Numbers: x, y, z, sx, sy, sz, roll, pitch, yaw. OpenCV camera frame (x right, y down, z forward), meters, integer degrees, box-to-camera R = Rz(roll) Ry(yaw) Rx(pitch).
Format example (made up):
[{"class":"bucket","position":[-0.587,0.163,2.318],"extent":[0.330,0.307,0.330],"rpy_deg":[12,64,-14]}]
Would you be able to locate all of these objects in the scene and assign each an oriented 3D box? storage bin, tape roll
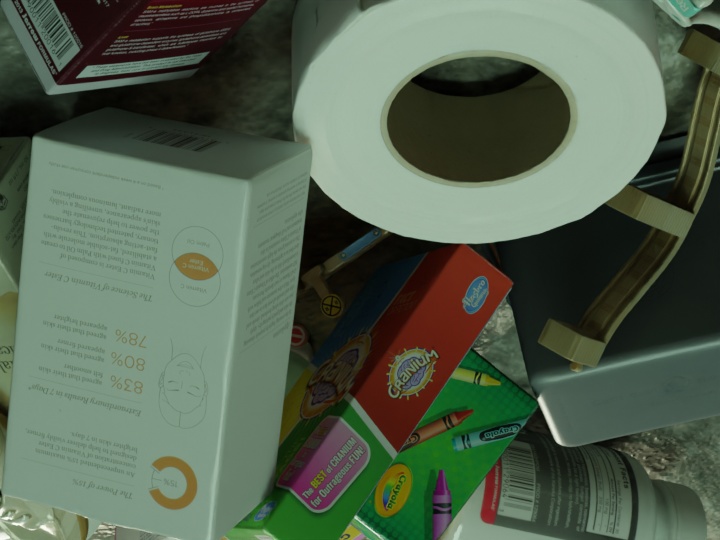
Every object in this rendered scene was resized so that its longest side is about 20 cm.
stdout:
[{"class":"storage bin","position":[0.178,0.022,1.421],"extent":[0.199,0.135,0.146],"rpy_deg":[-12,143,12]},{"class":"tape roll","position":[0.061,-0.105,1.282],"extent":[0.202,0.071,0.203],"rpy_deg":[-1,140,-1]}]

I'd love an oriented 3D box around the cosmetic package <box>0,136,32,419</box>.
[{"class":"cosmetic package","position":[-0.199,0.022,1.372],"extent":[0.105,0.071,0.200],"rpy_deg":[-3,131,32]}]

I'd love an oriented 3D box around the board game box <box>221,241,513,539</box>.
[{"class":"board game box","position":[-0.006,0.080,1.390],"extent":[0.040,0.200,0.153],"rpy_deg":[38,164,-11]}]

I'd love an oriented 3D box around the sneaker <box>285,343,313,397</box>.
[{"class":"sneaker","position":[-0.120,0.080,1.481],"extent":[0.200,0.119,0.074],"rpy_deg":[13,142,-20]}]

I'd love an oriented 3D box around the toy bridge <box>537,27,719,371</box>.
[{"class":"toy bridge","position":[0.163,-0.034,1.340],"extent":[0.067,0.027,0.201],"rpy_deg":[16,102,-56]}]

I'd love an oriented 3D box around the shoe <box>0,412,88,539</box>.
[{"class":"shoe","position":[-0.228,0.104,1.378],"extent":[0.070,0.053,0.200],"rpy_deg":[-6,130,39]}]

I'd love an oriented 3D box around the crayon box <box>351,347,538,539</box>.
[{"class":"crayon box","position":[0.033,0.108,1.453],"extent":[0.058,0.119,0.200],"rpy_deg":[38,174,-5]}]

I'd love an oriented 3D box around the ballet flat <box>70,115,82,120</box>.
[{"class":"ballet flat","position":[-0.122,-0.025,1.393],"extent":[0.065,0.070,0.200],"rpy_deg":[-33,141,-20]}]

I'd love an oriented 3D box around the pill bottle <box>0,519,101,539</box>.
[{"class":"pill bottle","position":[-0.246,0.101,1.499],"extent":[0.113,0.113,0.200],"rpy_deg":[-20,140,20]}]

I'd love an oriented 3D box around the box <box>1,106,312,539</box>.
[{"class":"box","position":[-0.108,0.027,1.267],"extent":[0.124,0.097,0.201],"rpy_deg":[12,107,16]}]

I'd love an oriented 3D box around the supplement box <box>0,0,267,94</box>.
[{"class":"supplement box","position":[-0.075,-0.168,1.166],"extent":[0.109,0.061,0.200],"rpy_deg":[-13,160,-50]}]

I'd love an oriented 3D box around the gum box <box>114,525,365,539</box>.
[{"class":"gum box","position":[-0.074,0.162,1.637],"extent":[0.113,0.066,0.200],"rpy_deg":[24,135,-30]}]

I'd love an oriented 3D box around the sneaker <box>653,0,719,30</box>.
[{"class":"sneaker","position":[0.150,-0.168,1.202],"extent":[0.200,0.089,0.075],"rpy_deg":[22,137,-31]}]

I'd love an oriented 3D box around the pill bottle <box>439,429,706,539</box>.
[{"class":"pill bottle","position":[0.132,0.169,1.631],"extent":[0.199,0.111,0.111],"rpy_deg":[14,140,-22]}]

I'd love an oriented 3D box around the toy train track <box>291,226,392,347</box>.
[{"class":"toy train track","position":[0.000,0.000,1.417],"extent":[0.200,0.033,0.115],"rpy_deg":[-35,175,16]}]
